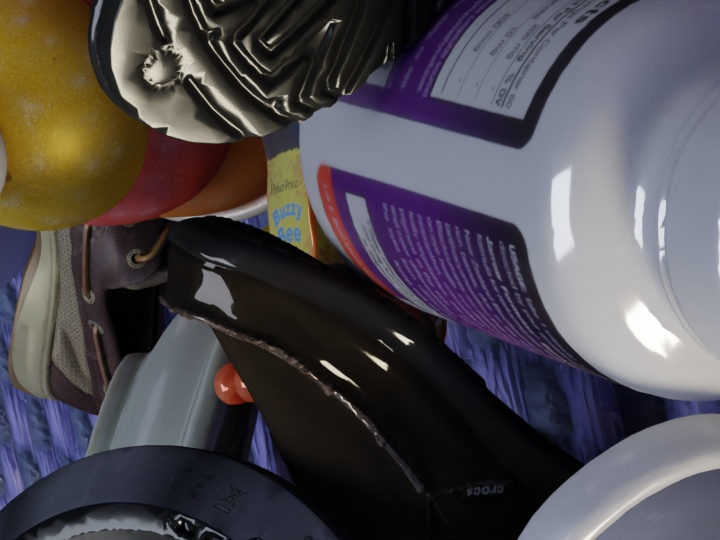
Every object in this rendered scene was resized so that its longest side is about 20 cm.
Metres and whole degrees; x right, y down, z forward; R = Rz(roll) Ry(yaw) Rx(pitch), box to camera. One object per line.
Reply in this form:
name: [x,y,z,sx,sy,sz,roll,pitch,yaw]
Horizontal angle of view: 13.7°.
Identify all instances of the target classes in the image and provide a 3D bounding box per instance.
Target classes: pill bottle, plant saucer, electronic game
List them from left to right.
electronic game: [-0.064,0.153,0.917,0.200,0.042,0.200,-5,82,33]
plant saucer: [-0.078,0.088,1.137,0.200,0.050,0.200,14,-90,-87]
pill bottle: [0.074,-0.027,0.814,0.200,0.111,0.112,21,123,60]

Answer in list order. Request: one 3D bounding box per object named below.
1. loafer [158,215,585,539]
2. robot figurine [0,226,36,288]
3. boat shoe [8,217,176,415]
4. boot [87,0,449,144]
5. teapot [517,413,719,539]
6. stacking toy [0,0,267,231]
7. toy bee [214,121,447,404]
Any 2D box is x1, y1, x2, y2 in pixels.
loafer: [0.009,0.057,0.921,0.200,0.071,0.073,39,176,-25]
robot figurine: [-0.219,-0.076,1.371,0.125,0.150,0.200,-14,92,41]
boat shoe: [-0.095,-0.020,1.239,0.072,0.072,0.200,26,123,19]
boot: [-0.023,-0.128,0.871,0.158,0.211,0.079,24,152,54]
teapot: [0.088,0.146,0.851,0.197,0.146,0.200,-24,82,65]
stacking toy: [-0.108,-0.062,1.031,0.146,0.200,0.146,11,113,28]
toy bee: [0.000,0.000,0.990,0.200,0.109,0.131,65,152,18]
